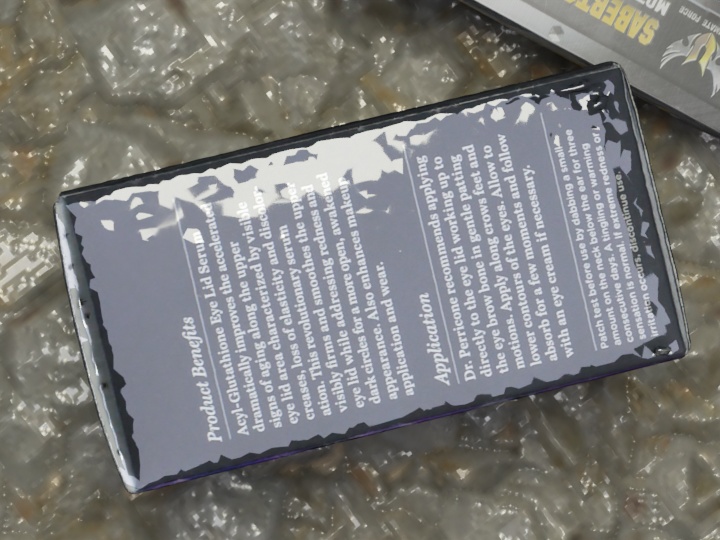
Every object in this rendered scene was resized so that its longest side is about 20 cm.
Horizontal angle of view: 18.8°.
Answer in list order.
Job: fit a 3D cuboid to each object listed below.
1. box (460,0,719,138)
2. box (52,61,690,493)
[{"bbox_3d":[0.096,-0.156,0.794,0.200,0.048,0.159,24,96,-25],"label":"box"},{"bbox_3d":[0.000,0.000,0.782,0.200,0.148,0.105,-14,93,-2],"label":"box"}]
